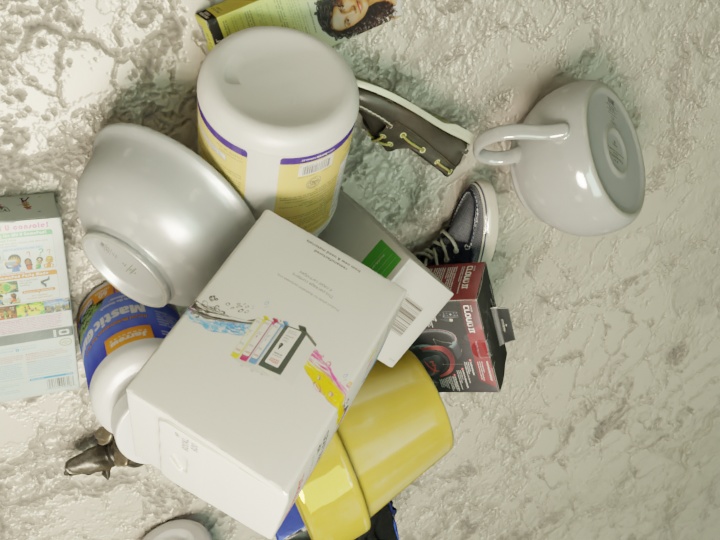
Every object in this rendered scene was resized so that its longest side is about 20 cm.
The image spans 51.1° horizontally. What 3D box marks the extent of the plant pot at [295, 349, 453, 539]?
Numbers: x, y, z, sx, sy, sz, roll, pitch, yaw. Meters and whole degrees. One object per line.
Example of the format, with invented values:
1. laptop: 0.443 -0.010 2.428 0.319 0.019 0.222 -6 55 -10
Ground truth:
1. plant pot: -0.005 0.185 0.858 0.187 0.201 0.203 -24 126 -13

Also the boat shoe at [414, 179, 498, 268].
1. boat shoe: 0.111 -0.018 0.959 0.091 0.075 0.202 -4 119 -19

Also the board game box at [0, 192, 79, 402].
1. board game box: -0.366 0.033 0.747 0.146 0.064 0.202 -8 122 -25

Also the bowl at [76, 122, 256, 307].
1. bowl: -0.194 -0.030 0.705 0.091 0.199 0.202 -57 135 -31

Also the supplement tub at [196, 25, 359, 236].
1. supplement tub: -0.085 -0.111 0.724 0.144 0.147 0.201 -13 151 -20

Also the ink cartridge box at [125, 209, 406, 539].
1. ink cartridge box: -0.078 0.089 0.636 0.201 0.143 0.148 -56 172 -33

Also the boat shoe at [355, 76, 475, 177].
1. boat shoe: 0.046 -0.161 0.845 0.199 0.072 0.061 17 105 -36

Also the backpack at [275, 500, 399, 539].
1. backpack: -0.034 0.324 1.020 0.161 0.168 0.201 -23 130 -4

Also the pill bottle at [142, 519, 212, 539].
1. pill bottle: -0.231 0.444 1.021 0.110 0.111 0.202 -20 124 -16

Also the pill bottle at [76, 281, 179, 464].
1. pill bottle: -0.225 0.100 0.772 0.111 0.200 0.113 -12 122 -21

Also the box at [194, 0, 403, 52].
1. box: -0.058 -0.256 0.751 0.198 0.050 0.076 -28 127 -10

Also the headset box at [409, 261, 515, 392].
1. headset box: 0.088 0.074 0.927 0.197 0.075 0.150 -4 126 24

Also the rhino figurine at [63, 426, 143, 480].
1. rhino figurine: -0.261 0.197 0.867 0.198 0.060 0.087 -29 168 11

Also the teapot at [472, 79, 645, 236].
1. teapot: 0.247 -0.128 0.926 0.198 0.145 0.201 -49 116 -44

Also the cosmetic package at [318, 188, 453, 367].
1. cosmetic package: 0.000 0.000 0.832 0.085 0.200 0.108 36 96 -39
